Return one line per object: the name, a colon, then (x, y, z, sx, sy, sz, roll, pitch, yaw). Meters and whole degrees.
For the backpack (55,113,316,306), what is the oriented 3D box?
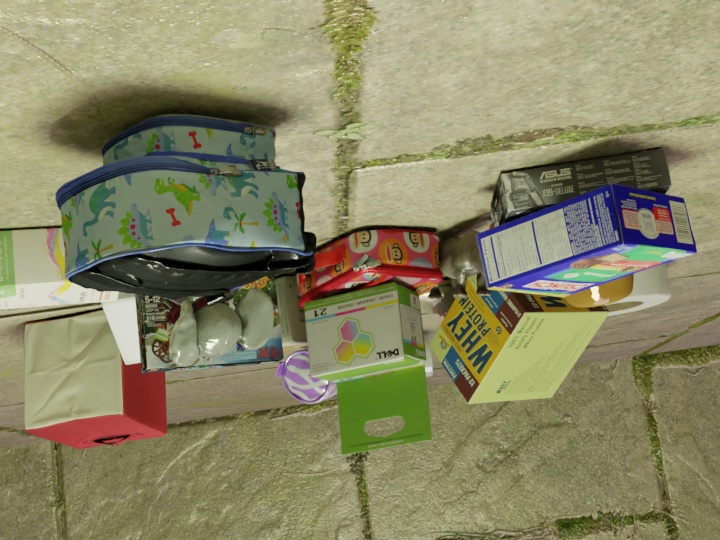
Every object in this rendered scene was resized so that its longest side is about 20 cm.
backpack: (-0.165, -0.053, 0.962, 0.182, 0.149, 0.198, -18, 168, 43)

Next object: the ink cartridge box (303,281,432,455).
ink cartridge box: (0.011, 0.133, 1.444, 0.146, 0.203, 0.076, -14, 162, 25)

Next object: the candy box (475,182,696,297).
candy box: (0.267, -0.031, 1.285, 0.168, 0.078, 0.199, 4, 163, -44)

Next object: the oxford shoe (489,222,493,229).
oxford shoe: (0.273, -0.053, 1.456, 0.197, 0.073, 0.073, -1, -171, 14)

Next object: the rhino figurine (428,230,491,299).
rhino figurine: (0.149, -0.009, 1.468, 0.059, 0.089, 0.200, -1, 176, -23)

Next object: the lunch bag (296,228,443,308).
lunch bag: (0.000, 0.000, 1.498, 0.174, 0.083, 0.199, 5, 161, -33)

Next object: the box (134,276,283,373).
box: (-0.210, 0.064, 1.494, 0.197, 0.139, 0.038, -2, 169, -27)

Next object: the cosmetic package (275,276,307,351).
cosmetic package: (-0.158, 0.082, 1.693, 0.198, 0.107, 0.071, -16, 167, 39)

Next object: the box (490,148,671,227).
box: (0.264, -0.088, 1.324, 0.197, 0.051, 0.158, -9, 167, 1)

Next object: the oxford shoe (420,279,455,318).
oxford shoe: (0.145, 0.055, 1.840, 0.197, 0.075, 0.071, -10, 168, 8)

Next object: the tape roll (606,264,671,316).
tape roll: (0.463, 0.035, 1.977, 0.199, 0.072, 0.203, -7, 167, -2)

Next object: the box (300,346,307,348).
box: (-0.089, 0.086, 1.835, 0.099, 0.076, 0.200, -12, 169, 20)

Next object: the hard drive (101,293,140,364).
hard drive: (-0.268, 0.073, 1.597, 0.197, 0.026, 0.133, -9, 131, 2)

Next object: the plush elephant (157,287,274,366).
plush elephant: (-0.202, 0.047, 1.372, 0.163, 0.157, 0.199, 0, 166, -35)

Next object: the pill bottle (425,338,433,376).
pill bottle: (0.056, 0.204, 2.370, 0.197, 0.115, 0.113, -8, 168, -5)

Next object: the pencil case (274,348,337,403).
pencil case: (-0.051, 0.141, 1.604, 0.085, 0.085, 0.200, 24, -171, 13)

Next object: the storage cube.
storage cube: (-0.423, 0.173, 1.728, 0.168, 0.203, 0.180, -9, 161, 9)

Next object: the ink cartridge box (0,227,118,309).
ink cartridge box: (-0.341, -0.003, 1.260, 0.197, 0.068, 0.117, -4, 167, -18)

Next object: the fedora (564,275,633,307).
fedora: (0.322, -0.003, 1.495, 0.197, 0.083, 0.201, -12, -160, 4)

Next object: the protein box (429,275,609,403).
protein box: (0.256, 0.095, 1.759, 0.198, 0.135, 0.200, 1, 130, -37)
